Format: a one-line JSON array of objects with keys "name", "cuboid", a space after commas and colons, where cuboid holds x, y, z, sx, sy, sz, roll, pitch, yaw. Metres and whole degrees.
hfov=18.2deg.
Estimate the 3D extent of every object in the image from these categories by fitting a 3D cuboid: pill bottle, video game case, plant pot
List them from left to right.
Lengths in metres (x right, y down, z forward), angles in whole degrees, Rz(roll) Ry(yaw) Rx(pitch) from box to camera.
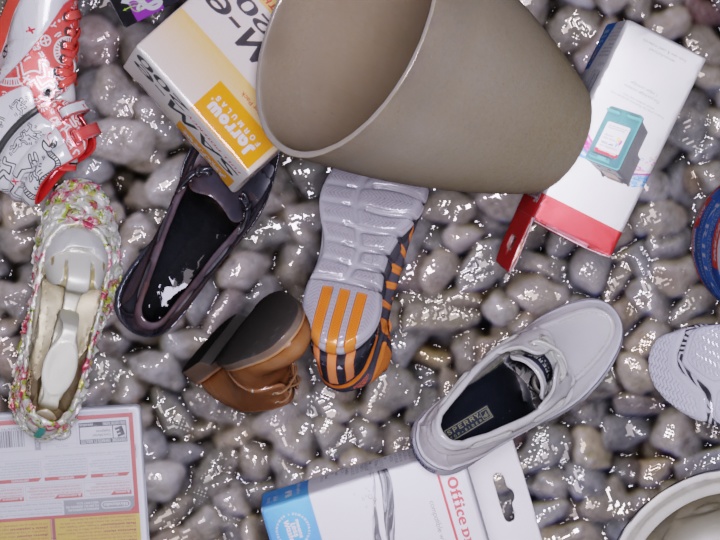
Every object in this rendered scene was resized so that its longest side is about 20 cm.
[{"name": "video game case", "cuboid": [-0.233, 0.207, 1.724, 0.142, 0.017, 0.202, -3, 93, 0]}, {"name": "plant pot", "cuboid": [0.062, -0.131, 1.565, 0.199, 0.187, 0.188, 24, 94, -35]}, {"name": "pill bottle", "cuboid": [0.307, -0.015, 1.624, 0.111, 0.200, 0.113, 0, 93, -1]}]

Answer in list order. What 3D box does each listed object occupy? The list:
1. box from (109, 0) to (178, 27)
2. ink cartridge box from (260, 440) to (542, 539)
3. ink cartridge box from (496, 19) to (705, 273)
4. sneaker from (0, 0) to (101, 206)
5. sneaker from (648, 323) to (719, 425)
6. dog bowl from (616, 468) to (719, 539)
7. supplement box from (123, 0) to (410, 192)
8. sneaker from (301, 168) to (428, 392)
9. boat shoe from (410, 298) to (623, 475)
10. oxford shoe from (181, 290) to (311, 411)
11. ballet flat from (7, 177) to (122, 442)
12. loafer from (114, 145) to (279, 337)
[{"name": "box", "cuboid": [-0.103, -0.269, 1.637, 0.199, 0.143, 0.036, -26, 131, 1]}, {"name": "ink cartridge box", "cuboid": [0.035, 0.200, 1.702, 0.198, 0.068, 0.117, -17, 94, 0]}, {"name": "ink cartridge box", "cuboid": [0.174, -0.080, 1.661, 0.067, 0.116, 0.201, 25, 94, -3]}, {"name": "sneaker", "cuboid": [-0.227, -0.147, 1.674, 0.108, 0.067, 0.202, 33, 98, 3]}, {"name": "sneaker", "cuboid": [0.324, 0.078, 1.697, 0.199, 0.115, 0.076, 4, 94, 34]}, {"name": "dog bowl", "cuboid": [0.277, 0.245, 1.705, 0.198, 0.074, 0.202, 0, 93, 0]}, {"name": "supplement box", "cuboid": [-0.058, -0.172, 1.646, 0.200, 0.074, 0.126, -44, 94, -16]}, {"name": "sneaker", "cuboid": [0.000, 0.000, 1.687, 0.077, 0.112, 0.201, 15, 60, 11]}, {"name": "boat shoe", "cuboid": [0.123, 0.078, 1.664, 0.199, 0.066, 0.072, -29, 80, -23]}, {"name": "oxford shoe", "cuboid": [-0.066, 0.065, 1.635, 0.071, 0.200, 0.071, 43, 72, -7]}, {"name": "ballet flat", "cuboid": [-0.216, 0.030, 1.681, 0.075, 0.064, 0.202, 8, 88, -14]}, {"name": "loafer", "cuboid": [-0.114, -0.037, 1.677, 0.072, 0.063, 0.201, 31, 86, -12]}]
